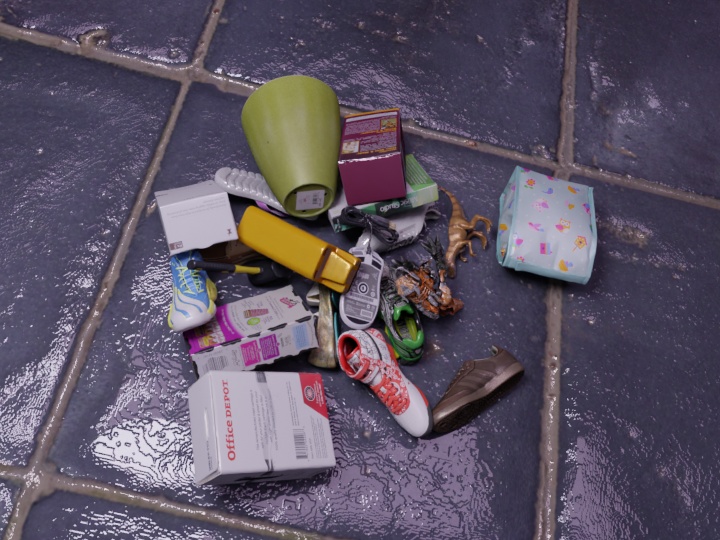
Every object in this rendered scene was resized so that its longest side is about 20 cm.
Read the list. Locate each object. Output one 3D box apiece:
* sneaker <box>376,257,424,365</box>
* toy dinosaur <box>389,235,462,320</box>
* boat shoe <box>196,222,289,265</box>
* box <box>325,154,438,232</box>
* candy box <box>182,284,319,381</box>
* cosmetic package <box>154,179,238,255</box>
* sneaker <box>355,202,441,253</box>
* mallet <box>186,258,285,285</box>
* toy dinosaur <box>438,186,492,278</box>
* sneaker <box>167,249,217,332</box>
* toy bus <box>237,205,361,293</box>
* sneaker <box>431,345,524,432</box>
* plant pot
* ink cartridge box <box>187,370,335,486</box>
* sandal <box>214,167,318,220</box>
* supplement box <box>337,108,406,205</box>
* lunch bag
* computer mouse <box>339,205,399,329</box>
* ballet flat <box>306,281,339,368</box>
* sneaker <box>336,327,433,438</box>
[{"bbox_3d":[0.062,0.057,1.181,0.077,0.086,0.202,-21,68,-19],"label":"sneaker"},{"bbox_3d":[0.113,0.032,1.166,0.100,0.201,0.138,-20,58,8],"label":"toy dinosaur"},{"bbox_3d":[-0.204,-0.054,1.198,0.196,0.074,0.077,-11,65,-14],"label":"boat shoe"},{"bbox_3d":[0.027,-0.143,1.246,0.197,0.037,0.145,-19,34,-5],"label":"box"},{"bbox_3d":[-0.180,0.100,1.095,0.197,0.062,0.136,-17,26,-15],"label":"candy box"},{"bbox_3d":[-0.277,-0.093,1.136,0.111,0.200,0.083,-15,106,-17],"label":"cosmetic package"},{"bbox_3d":[0.067,-0.077,1.259,0.081,0.076,0.200,45,67,4],"label":"sneaker"},{"bbox_3d":[-0.195,-0.005,1.112,0.065,0.199,0.042,-15,79,23],"label":"mallet"},{"bbox_3d":[0.189,-0.086,1.288,0.104,0.061,0.203,7,63,-4],"label":"toy dinosaur"},{"bbox_3d":[-0.276,0.025,1.076,0.074,0.200,0.107,-20,104,-5],"label":"sneaker"},{"bbox_3d":[-0.100,-0.034,1.106,0.198,0.078,0.066,27,91,21],"label":"toy bus"},{"bbox_3d":[0.182,0.198,1.153,0.198,0.071,0.076,-26,51,-23],"label":"sneaker"},{"bbox_3d":[-0.107,-0.203,1.210,0.183,0.188,0.203,-7,57,-12],"label":"plant pot"},{"bbox_3d":[-0.147,0.232,1.014,0.197,0.083,0.147,10,58,-39],"label":"ink cartridge box"},{"bbox_3d":[-0.173,-0.134,1.257,0.200,0.050,0.083,22,36,-13],"label":"sandal"},{"bbox_3d":[0.024,-0.208,1.230,0.108,0.087,0.201,-7,34,8],"label":"supplement box"},{"bbox_3d":[0.343,-0.070,1.272,0.167,0.123,0.203,13,57,-3],"label":"lunch bag"},{"bbox_3d":[0.000,0.000,1.150,0.108,0.044,0.204,18,73,-21],"label":"computer mouse"},{"bbox_3d":[-0.064,0.069,1.170,0.069,0.071,0.204,4,63,-7],"label":"ballet flat"},{"bbox_3d":[0.032,0.182,1.097,0.107,0.067,0.203,7,48,-52],"label":"sneaker"}]
